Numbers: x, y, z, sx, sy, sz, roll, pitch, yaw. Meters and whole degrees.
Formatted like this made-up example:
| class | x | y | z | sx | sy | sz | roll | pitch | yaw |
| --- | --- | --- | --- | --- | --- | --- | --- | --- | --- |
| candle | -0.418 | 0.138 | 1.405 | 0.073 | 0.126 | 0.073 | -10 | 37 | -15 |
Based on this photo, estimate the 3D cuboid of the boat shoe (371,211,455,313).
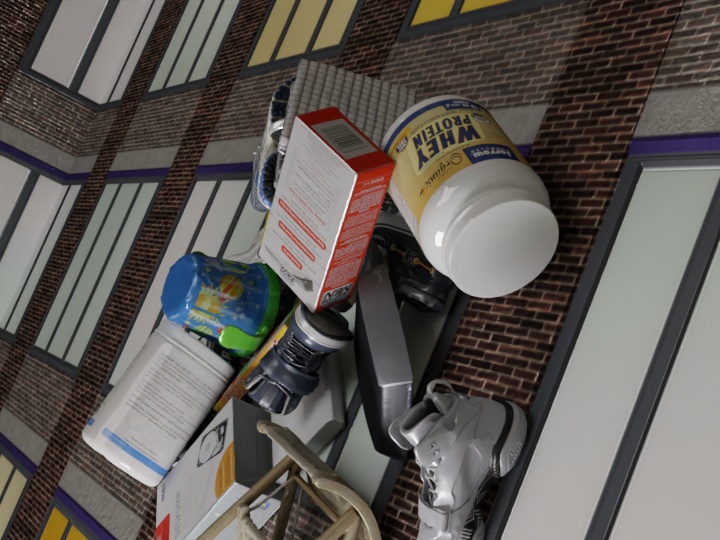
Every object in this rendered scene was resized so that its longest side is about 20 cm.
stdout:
| class | x | y | z | sx | sy | sz | roll | pitch | yaw |
| --- | --- | --- | --- | --- | --- | --- | --- | --- | --- |
| boat shoe | 0.053 | -0.010 | 1.463 | 0.091 | 0.071 | 0.200 | -62 | 27 | -5 |

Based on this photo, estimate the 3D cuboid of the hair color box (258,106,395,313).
| class | x | y | z | sx | sy | sz | roll | pitch | yaw |
| --- | --- | --- | --- | --- | --- | --- | --- | --- | --- |
| hair color box | -0.040 | -0.066 | 1.377 | 0.111 | 0.064 | 0.201 | 45 | 134 | 29 |

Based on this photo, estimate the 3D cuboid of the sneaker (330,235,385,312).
| class | x | y | z | sx | sy | sz | roll | pitch | yaw |
| --- | --- | --- | --- | --- | --- | --- | --- | --- | --- |
| sneaker | 0.000 | 0.000 | 1.533 | 0.075 | 0.087 | 0.200 | -28 | 25 | 22 |

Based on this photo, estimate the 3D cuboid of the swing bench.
| class | x | y | z | sx | sy | sz | roll | pitch | yaw |
| --- | --- | --- | --- | --- | --- | --- | --- | --- | --- |
| swing bench | -0.079 | 0.299 | 1.370 | 0.201 | 0.129 | 0.199 | -58 | 25 | -2 |

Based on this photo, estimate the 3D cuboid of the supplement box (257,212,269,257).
| class | x | y | z | sx | sy | sz | roll | pitch | yaw |
| --- | --- | --- | --- | --- | --- | --- | --- | --- | --- |
| supplement box | -0.051 | -0.100 | 1.702 | 0.109 | 0.109 | 0.201 | -26 | 45 | 52 |

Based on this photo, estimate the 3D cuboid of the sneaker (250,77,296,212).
| class | x | y | z | sx | sy | sz | roll | pitch | yaw |
| --- | --- | --- | --- | --- | --- | --- | --- | --- | --- |
| sneaker | -0.112 | -0.168 | 1.670 | 0.085 | 0.077 | 0.201 | -27 | 43 | 57 |

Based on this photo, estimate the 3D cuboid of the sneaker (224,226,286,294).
| class | x | y | z | sx | sy | sz | roll | pitch | yaw |
| --- | --- | --- | --- | --- | --- | --- | --- | --- | --- |
| sneaker | -0.159 | 0.016 | 1.841 | 0.200 | 0.078 | 0.100 | -45 | 34 | 35 |

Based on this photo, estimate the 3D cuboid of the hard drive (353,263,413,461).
| class | x | y | z | sx | sy | sz | roll | pitch | yaw |
| --- | --- | --- | --- | --- | --- | --- | --- | --- | --- |
| hard drive | 0.023 | 0.101 | 1.383 | 0.201 | 0.042 | 0.136 | -102 | 12 | -51 |

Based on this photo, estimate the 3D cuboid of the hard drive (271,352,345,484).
| class | x | y | z | sx | sy | sz | roll | pitch | yaw |
| --- | --- | --- | --- | --- | --- | --- | --- | --- | --- |
| hard drive | -0.072 | 0.160 | 1.595 | 0.132 | 0.026 | 0.201 | -48 | 30 | 29 |

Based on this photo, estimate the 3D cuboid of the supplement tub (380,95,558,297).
| class | x | y | z | sx | sy | sz | roll | pitch | yaw |
| --- | --- | --- | --- | --- | --- | --- | --- | --- | --- |
| supplement tub | 0.114 | -0.080 | 1.314 | 0.145 | 0.144 | 0.200 | -53 | 38 | 21 |

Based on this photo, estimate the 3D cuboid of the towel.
| class | x | y | z | sx | sy | sz | roll | pitch | yaw |
| --- | --- | --- | --- | --- | --- | --- | --- | --- | --- |
| towel | -0.017 | -0.159 | 1.502 | 0.201 | 0.164 | 0.086 | -83 | 13 | -48 |

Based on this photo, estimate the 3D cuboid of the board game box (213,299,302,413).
| class | x | y | z | sx | sy | sz | roll | pitch | yaw |
| --- | --- | --- | --- | --- | --- | --- | --- | --- | --- |
| board game box | -0.127 | 0.113 | 1.705 | 0.200 | 0.030 | 0.096 | -46 | 5 | 28 |

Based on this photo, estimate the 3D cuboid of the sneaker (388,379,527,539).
| class | x | y | z | sx | sy | sz | roll | pitch | yaw |
| --- | --- | --- | --- | --- | --- | --- | --- | --- | --- |
| sneaker | 0.071 | 0.202 | 1.183 | 0.201 | 0.114 | 0.075 | -64 | 25 | 0 |

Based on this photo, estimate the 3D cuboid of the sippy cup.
| class | x | y | z | sx | sy | sz | roll | pitch | yaw |
| --- | --- | --- | --- | --- | --- | --- | --- | --- | --- |
| sippy cup | -0.202 | 0.040 | 1.726 | 0.177 | 0.130 | 0.141 | -3 | 71 | 53 |

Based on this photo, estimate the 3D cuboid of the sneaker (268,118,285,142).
| class | x | y | z | sx | sy | sz | roll | pitch | yaw |
| --- | --- | --- | --- | --- | --- | --- | --- | --- | --- |
| sneaker | -0.025 | -0.138 | 1.606 | 0.071 | 0.198 | 0.100 | 134 | 143 | -64 |

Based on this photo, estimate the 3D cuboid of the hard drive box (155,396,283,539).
| class | x | y | z | sx | sy | sz | roll | pitch | yaw |
| --- | --- | --- | --- | --- | --- | --- | --- | --- | --- |
| hard drive box | -0.189 | 0.295 | 1.633 | 0.200 | 0.076 | 0.156 | -50 | 28 | 26 |

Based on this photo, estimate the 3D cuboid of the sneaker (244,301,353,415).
| class | x | y | z | sx | sy | sz | roll | pitch | yaw |
| --- | --- | --- | --- | --- | --- | --- | --- | --- | --- |
| sneaker | -0.078 | 0.110 | 1.482 | 0.146 | 0.077 | 0.202 | -52 | -2 | 2 |

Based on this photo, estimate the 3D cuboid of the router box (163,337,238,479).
| class | x | y | z | sx | sy | sz | roll | pitch | yaw |
| --- | --- | --- | --- | --- | --- | --- | --- | --- | --- |
| router box | -0.247 | 0.199 | 1.859 | 0.149 | 0.051 | 0.201 | -38 | 36 | 40 |

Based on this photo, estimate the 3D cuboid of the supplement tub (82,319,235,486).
| class | x | y | z | sx | sy | sz | roll | pitch | yaw |
| --- | --- | --- | --- | --- | --- | --- | --- | --- | --- |
| supplement tub | -0.281 | 0.186 | 1.727 | 0.201 | 0.132 | 0.132 | -54 | 24 | -10 |
